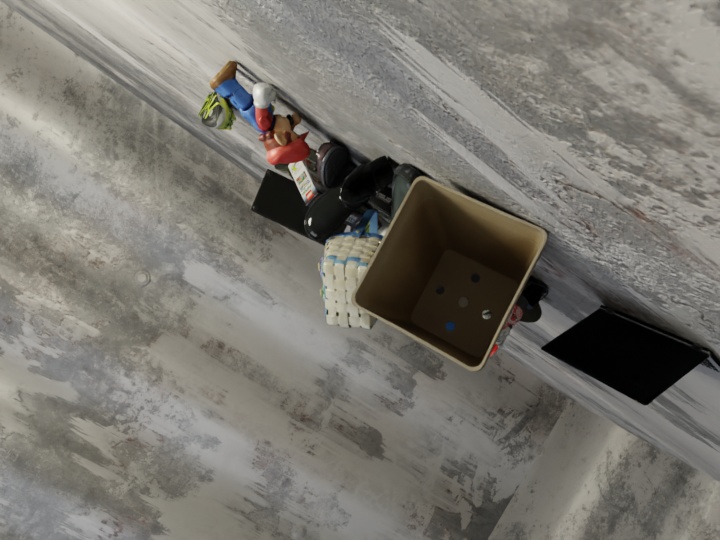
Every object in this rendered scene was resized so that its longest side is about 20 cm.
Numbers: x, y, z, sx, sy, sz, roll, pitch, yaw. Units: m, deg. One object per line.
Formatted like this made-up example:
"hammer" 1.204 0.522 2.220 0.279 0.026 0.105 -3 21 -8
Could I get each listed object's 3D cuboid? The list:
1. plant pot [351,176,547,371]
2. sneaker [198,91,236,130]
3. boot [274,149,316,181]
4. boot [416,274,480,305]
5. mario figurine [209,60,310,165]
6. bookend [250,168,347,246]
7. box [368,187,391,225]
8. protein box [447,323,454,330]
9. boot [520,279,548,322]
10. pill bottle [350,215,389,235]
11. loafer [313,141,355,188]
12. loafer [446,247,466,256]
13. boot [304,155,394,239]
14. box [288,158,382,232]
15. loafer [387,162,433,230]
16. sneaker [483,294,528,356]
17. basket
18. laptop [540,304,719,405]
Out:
"plant pot" 0.133 0.023 0.934 0.197 0.202 0.177 27 172 22
"sneaker" -0.312 -0.351 1.474 0.075 0.076 0.200 26 -169 -23
"boot" -0.087 -0.200 1.426 0.152 0.074 0.203 30 180 -34
"boot" 0.152 -0.001 1.115 0.132 0.196 0.071 -123 26 -52
"mario figurine" -0.153 -0.269 1.106 0.200 0.105 0.124 45 -150 -21
"bookend" -0.135 -0.131 1.436 0.196 0.094 0.200 24 180 -12
"box" 0.125 -0.075 1.253 0.198 0.050 0.161 32 175 30
"protein box" 0.225 0.108 1.703 0.134 0.201 0.200 32 178 10
"boot" 0.302 0.058 1.203 0.199 0.075 0.097 38 178 -39
"pill bottle" 0.077 -0.060 1.433 0.198 0.112 0.111 34 177 -24
"loafer" -0.057 -0.190 1.188 0.063 0.072 0.200 36 -179 12
"loafer" 0.165 -0.043 1.077 0.199 0.070 0.075 32 178 41
"boot" -0.024 -0.114 1.089 0.066 0.165 0.200 46 178 -10
"box" -0.047 -0.145 1.287 0.198 0.035 0.111 22 -146 -48
"loafer" 0.075 -0.071 1.015 0.068 0.070 0.203 35 151 37
"sneaker" 0.224 0.099 1.184 0.067 0.109 0.201 37 165 0
"basket" 0.000 0.000 1.198 0.136 0.180 0.200 6 -156 19
"laptop" 0.405 0.140 0.953 0.199 0.117 0.187 35 178 -35
